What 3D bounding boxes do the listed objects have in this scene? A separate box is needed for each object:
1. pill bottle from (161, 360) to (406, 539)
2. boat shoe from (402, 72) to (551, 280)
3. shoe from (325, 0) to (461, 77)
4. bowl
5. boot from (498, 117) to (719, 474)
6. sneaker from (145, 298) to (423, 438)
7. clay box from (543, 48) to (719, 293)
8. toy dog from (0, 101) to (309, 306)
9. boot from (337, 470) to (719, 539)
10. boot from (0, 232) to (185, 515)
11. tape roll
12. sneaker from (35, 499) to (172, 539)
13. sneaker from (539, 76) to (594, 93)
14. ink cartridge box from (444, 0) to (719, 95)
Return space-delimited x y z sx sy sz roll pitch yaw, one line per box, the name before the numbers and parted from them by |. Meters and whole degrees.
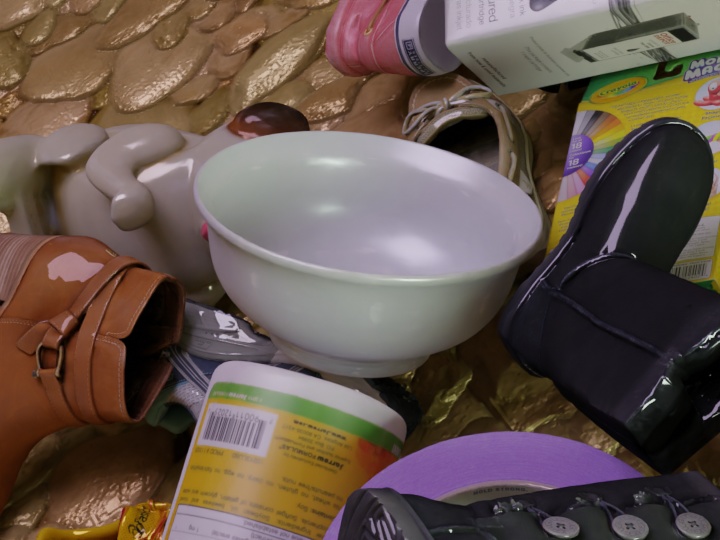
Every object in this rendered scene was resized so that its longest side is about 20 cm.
pill bottle | -0.054 0.159 1.611 0.111 0.111 0.201 7 75 41
boat shoe | 0.066 -0.071 1.862 0.073 0.063 0.201 -26 37 9
shoe | 0.055 -0.201 1.981 0.091 0.072 0.200 -1 43 42
bowl | 0.000 0.000 1.713 0.200 0.091 0.201 6 24 -3
boot | 0.161 0.008 1.571 0.165 0.066 0.200 -56 18 1
sneaker | -0.048 0.083 1.780 0.199 0.078 0.087 15 80 42
clay box | 0.175 -0.044 1.764 0.114 0.048 0.201 -10 42 27
toy dog | -0.108 -0.035 1.914 0.199 0.140 0.194 -6 10 33
boot | 0.109 0.159 1.388 0.066 0.199 0.165 -65 36 34
boot | -0.182 0.079 1.818 0.155 0.077 0.201 13 83 40
tape roll | 0.074 0.180 1.506 0.199 0.066 0.201 -2 51 3
sneaker | -0.096 0.164 1.701 0.199 0.077 0.073 -14 39 17
sneaker | 0.183 -0.188 1.879 0.199 0.075 0.079 -24 70 10
ink cartridge box | 0.155 -0.203 1.816 0.199 0.083 0.148 -11 66 25
